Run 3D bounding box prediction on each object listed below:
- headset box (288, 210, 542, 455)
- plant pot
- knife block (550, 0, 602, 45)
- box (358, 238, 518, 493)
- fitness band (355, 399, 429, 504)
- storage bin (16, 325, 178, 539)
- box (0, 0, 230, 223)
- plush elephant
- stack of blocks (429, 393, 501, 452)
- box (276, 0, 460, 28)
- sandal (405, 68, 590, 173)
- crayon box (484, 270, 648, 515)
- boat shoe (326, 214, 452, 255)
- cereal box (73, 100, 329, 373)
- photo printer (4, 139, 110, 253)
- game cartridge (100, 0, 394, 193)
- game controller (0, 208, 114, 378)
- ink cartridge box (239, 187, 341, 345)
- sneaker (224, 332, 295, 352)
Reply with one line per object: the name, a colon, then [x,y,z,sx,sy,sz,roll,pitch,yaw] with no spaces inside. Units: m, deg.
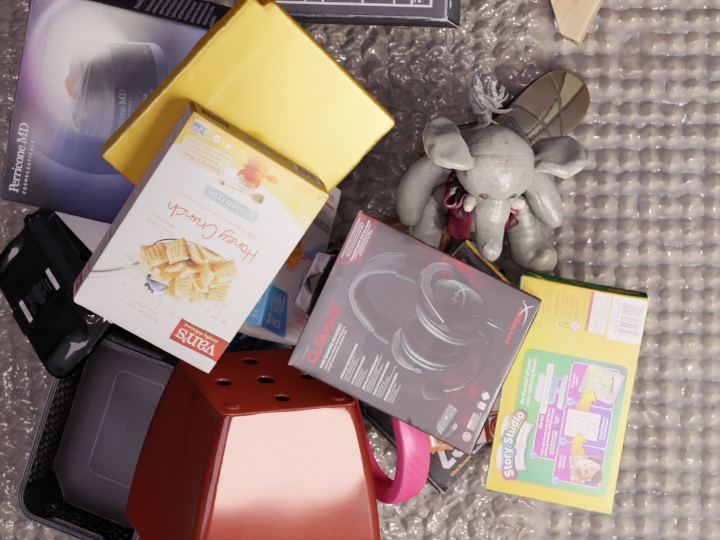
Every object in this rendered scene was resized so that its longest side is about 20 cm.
headset box: [0.040,0.049,1.376,0.198,0.077,0.150,27,91,5]
plant pot: [-0.096,0.181,1.465,0.197,0.200,0.179,-2,110,-25]
knife block: [0.246,-0.335,1.492,0.174,0.064,0.202,-17,91,11]
box: [0.095,0.094,1.556,0.160,0.049,0.200,44,99,3]
fitness band: [0.009,0.121,1.481,0.037,0.143,0.203,-13,91,-28]
storage bin: [-0.251,0.169,1.597,0.134,0.094,0.202,20,96,8]
box: [-0.211,-0.151,1.435,0.196,0.123,0.202,13,110,-3]
plush elephant: [0.117,-0.075,1.431,0.162,0.155,0.203,4,100,-4]
stack of blocks: [0.127,0.101,1.496,0.197,0.059,0.117,-10,91,9]
box: [0.000,-0.337,1.504,0.196,0.123,0.203,4,96,11]
sandal: [0.134,-0.128,1.534,0.199,0.055,0.082,-38,97,-4]
crayon box: [0.187,0.111,1.427,0.117,0.058,0.203,10,94,8]
boat shoe: [0.000,0.000,1.554,0.198,0.068,0.073,-26,89,10]
cereal box: [-0.139,-0.026,1.359,0.143,0.040,0.201,29,105,-20]
photo printer: [-0.229,-0.124,1.559,0.199,0.070,0.167,-36,106,17]
game cartridge: [-0.097,-0.118,1.368,0.200,0.032,0.176,-45,113,7]
game controller: [-0.308,0.019,1.575,0.105,0.042,0.200,-54,45,15]
ink cartridge box: [-0.078,-0.040,1.487,0.067,0.115,0.203,10,81,21]
sneaker: [-0.140,0.040,1.564,0.200,0.085,0.075,43,98,-7]
